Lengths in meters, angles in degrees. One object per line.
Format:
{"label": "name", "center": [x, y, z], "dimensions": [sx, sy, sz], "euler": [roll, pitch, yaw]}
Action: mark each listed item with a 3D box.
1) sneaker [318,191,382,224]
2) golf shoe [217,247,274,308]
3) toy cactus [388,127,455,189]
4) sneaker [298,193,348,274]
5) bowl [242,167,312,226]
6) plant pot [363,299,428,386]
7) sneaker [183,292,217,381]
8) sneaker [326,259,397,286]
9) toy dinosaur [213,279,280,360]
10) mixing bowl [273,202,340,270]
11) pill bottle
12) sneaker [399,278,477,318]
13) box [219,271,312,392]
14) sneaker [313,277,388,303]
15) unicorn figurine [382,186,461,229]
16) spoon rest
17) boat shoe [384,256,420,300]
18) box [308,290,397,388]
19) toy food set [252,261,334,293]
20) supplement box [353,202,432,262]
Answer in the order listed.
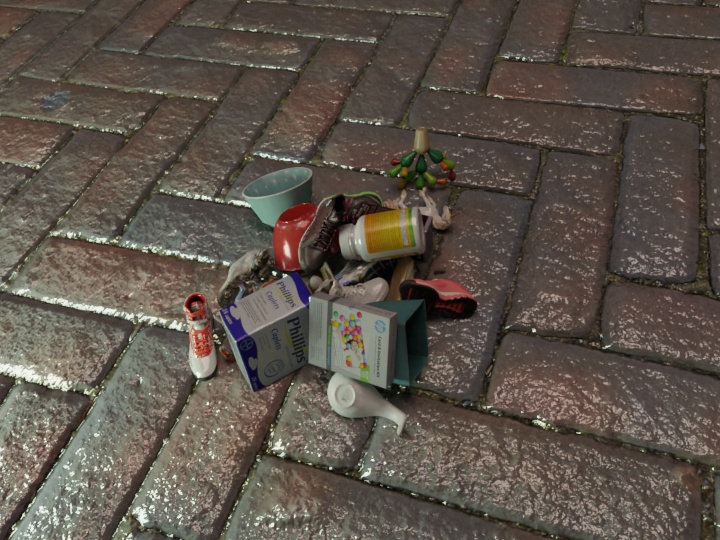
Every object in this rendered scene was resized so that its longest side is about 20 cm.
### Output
{"label": "sneaker", "center": [-0.032, -0.159, 1.908], "dimensions": [0.195, 0.078, 0.085], "euler": [-14, 43, -5]}
{"label": "golf shoe", "center": [-0.306, 0.022, 1.797], "dimensions": [0.095, 0.080, 0.200], "euler": [7, 42, 38]}
{"label": "toy cactus", "center": [0.172, -0.312, 1.971], "dimensions": [0.194, 0.169, 0.103], "euler": [-3, 26, -2]}
{"label": "sneaker", "center": [-0.084, -0.097, 1.675], "dimensions": [0.074, 0.115, 0.205], "euler": [23, 69, -17]}
{"label": "bowl", "center": [-0.210, -0.191, 1.916], "dimensions": [0.195, 0.107, 0.202], "euler": [-14, 24, 6]}
{"label": "plant pot", "center": [0.034, 0.151, 1.558], "dimensions": [0.195, 0.145, 0.141], "euler": [1, 18, 24]}
{"label": "sneaker", "center": [-0.377, 0.148, 1.651], "dimensions": [0.065, 0.109, 0.205], "euler": [-10, 47, -2]}
{"label": "sneaker", "center": [0.000, 0.000, 1.763], "dimensions": [0.197, 0.078, 0.085], "euler": [-27, 46, -17]}
{"label": "toy dinosaur", "center": [-0.269, 0.116, 1.625], "dimensions": [0.103, 0.187, 0.197], "euler": [-4, 2, -43]}
{"label": "mixing bowl", "center": [-0.147, -0.099, 1.800], "dimensions": [0.195, 0.110, 0.201], "euler": [-18, 26, 9]}
{"label": "pill bottle", "center": [0.052, -0.082, 1.701], "dimensions": [0.194, 0.112, 0.113], "euler": [-8, 46, 13]}
{"label": "sneaker", "center": [0.177, 0.055, 1.676], "dimensions": [0.195, 0.075, 0.088], "euler": [14, 30, -17]}
{"label": "box", "center": [-0.191, 0.139, 1.584], "dimensions": [0.197, 0.187, 0.105], "euler": [-27, 48, -17]}
{"label": "sneaker", "center": [-0.026, 0.056, 1.657], "dimensions": [0.198, 0.117, 0.074], "euler": [-35, 41, -12]}
{"label": "unicorn figurine", "center": [0.166, -0.158, 1.894], "dimensions": [0.195, 0.074, 0.140], "euler": [-18, 56, 10]}
{"label": "spoon rest", "center": [0.015, 0.284, 1.508], "dimensions": [0.197, 0.060, 0.102], "euler": [25, 96, 24]}
{"label": "boat shoe", "center": [0.099, 0.064, 1.695], "dimensions": [0.071, 0.064, 0.204], "euler": [-22, 42, 52]}
{"label": "box", "center": [-0.019, 0.143, 1.483], "dimensions": [0.196, 0.160, 0.041], "euler": [14, 23, 27]}
{"label": "toy food set", "center": [-0.162, 0.041, 1.724], "dimensions": [0.196, 0.061, 0.144], "euler": [-24, 37, -4]}
{"label": "supplement box", "center": [0.085, -0.098, 1.816], "dimensions": [0.195, 0.110, 0.062], "euler": [13, 49, 17]}
